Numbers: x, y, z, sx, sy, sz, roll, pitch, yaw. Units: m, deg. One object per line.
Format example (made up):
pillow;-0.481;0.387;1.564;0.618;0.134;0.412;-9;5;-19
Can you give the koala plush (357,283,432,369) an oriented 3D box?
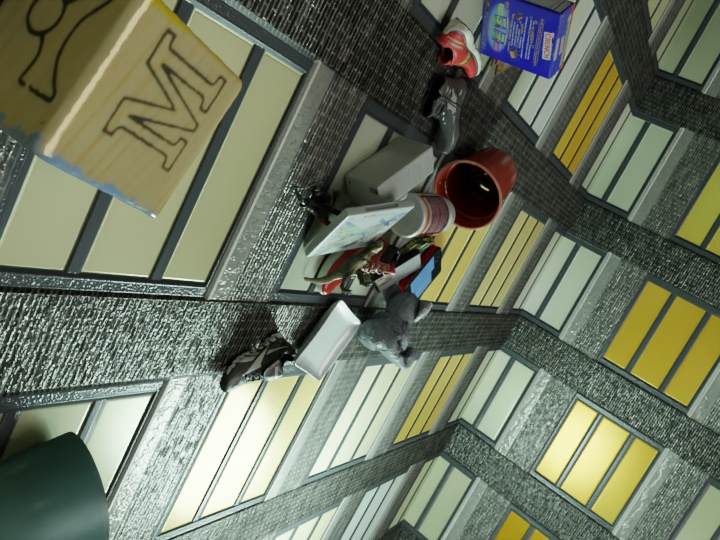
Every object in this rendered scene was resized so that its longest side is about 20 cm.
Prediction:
koala plush;0.102;0.142;1.843;0.201;0.177;0.184;-55;155;-11

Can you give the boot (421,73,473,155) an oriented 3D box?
boot;0.191;-0.375;1.583;0.131;0.070;0.202;-16;125;-45

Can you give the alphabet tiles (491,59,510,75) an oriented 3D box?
alphabet tiles;0.413;-0.620;1.750;0.200;0.006;0.167;-37;147;-36

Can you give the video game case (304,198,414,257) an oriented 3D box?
video game case;-0.004;-0.091;1.419;0.181;0.022;0.200;-12;164;-36

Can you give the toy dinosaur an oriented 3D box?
toy dinosaur;-0.023;0.008;1.499;0.199;0.089;0.048;-28;158;-4

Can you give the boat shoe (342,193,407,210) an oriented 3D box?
boat shoe;0.027;-0.131;1.542;0.199;0.075;0.093;-31;162;-25

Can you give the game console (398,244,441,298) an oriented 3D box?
game console;0.188;0.029;2.036;0.200;0.031;0.177;-48;152;-18

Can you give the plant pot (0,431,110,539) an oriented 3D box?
plant pot;-0.511;0.375;1.024;0.160;0.200;0.202;-12;129;-42

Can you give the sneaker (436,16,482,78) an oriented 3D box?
sneaker;0.218;-0.497;1.497;0.085;0.077;0.200;-39;154;8

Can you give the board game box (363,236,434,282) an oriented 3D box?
board game box;0.096;-0.025;1.723;0.200;0.024;0.105;-39;167;32

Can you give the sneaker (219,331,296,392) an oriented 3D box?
sneaker;-0.220;0.215;1.459;0.200;0.090;0.067;-35;145;-39

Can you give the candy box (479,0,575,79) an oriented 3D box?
candy box;0.388;-0.569;1.543;0.077;0.199;0.170;-43;151;-27

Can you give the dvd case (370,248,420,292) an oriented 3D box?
dvd case;0.097;0.004;1.746;0.142;0.018;0.200;-32;168;0

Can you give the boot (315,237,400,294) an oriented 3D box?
boot;0.000;0.000;1.550;0.200;0.144;0.073;-49;154;-14

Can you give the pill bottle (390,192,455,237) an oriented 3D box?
pill bottle;0.164;-0.145;1.710;0.199;0.114;0.115;-8;126;-57

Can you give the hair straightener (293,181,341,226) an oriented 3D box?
hair straightener;-0.080;-0.147;1.380;0.077;0.041;0.200;-58;150;0

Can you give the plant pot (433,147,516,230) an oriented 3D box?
plant pot;0.335;-0.244;1.836;0.195;0.200;0.202;-41;150;-47

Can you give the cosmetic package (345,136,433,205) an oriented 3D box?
cosmetic package;0.068;-0.219;1.471;0.200;0.101;0.074;-40;138;-31

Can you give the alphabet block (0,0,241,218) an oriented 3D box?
alphabet block;-0.295;-0.214;0.754;0.201;0.195;0.196;-56;156;-1

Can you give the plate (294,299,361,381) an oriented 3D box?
plate;-0.089;0.182;1.716;0.201;0.032;0.200;-54;155;-9
